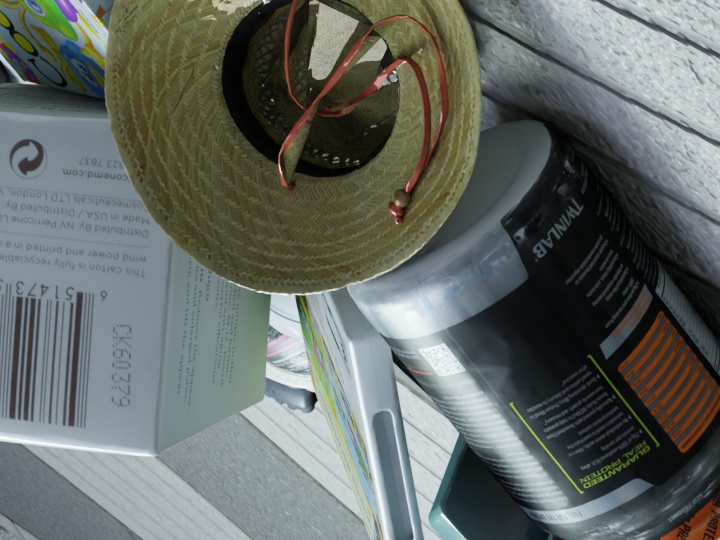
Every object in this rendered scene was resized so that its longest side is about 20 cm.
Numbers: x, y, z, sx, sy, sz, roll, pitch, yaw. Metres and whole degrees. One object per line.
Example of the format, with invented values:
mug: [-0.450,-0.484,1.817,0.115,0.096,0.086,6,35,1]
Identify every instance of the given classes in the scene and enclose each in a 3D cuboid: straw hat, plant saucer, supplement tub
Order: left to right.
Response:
straw hat: [-0.012,-0.086,1.306,0.201,0.201,0.085,39,-152,20]
plant saucer: [0.077,0.082,1.404,0.019,0.200,0.070,-29,111,31]
supplement tub: [0.095,0.039,1.324,0.200,0.123,0.123,52,163,-22]

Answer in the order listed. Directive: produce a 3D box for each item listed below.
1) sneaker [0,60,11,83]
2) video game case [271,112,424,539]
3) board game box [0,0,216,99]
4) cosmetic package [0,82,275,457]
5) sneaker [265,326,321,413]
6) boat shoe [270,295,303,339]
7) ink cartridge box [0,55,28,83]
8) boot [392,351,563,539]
sneaker: [-0.285,-0.177,1.796,0.200,0.076,0.116,54,162,19]
video game case: [-0.007,0.044,1.454,0.200,0.023,0.182,-113,11,-52]
board game box: [-0.126,-0.155,1.422,0.103,0.105,0.200,52,164,-25]
cosmetic package: [-0.144,-0.007,1.463,0.165,0.165,0.200,6,-173,11]
sneaker: [-0.077,0.021,1.823,0.200,0.081,0.075,16,134,34]
boat shoe: [0.000,0.000,1.591,0.200,0.074,0.065,11,140,47]
ink cartridge box: [-0.169,-0.102,1.797,0.119,0.042,0.200,34,160,33]
boot: [0.083,0.096,1.466,0.200,0.132,0.070,36,124,-9]
